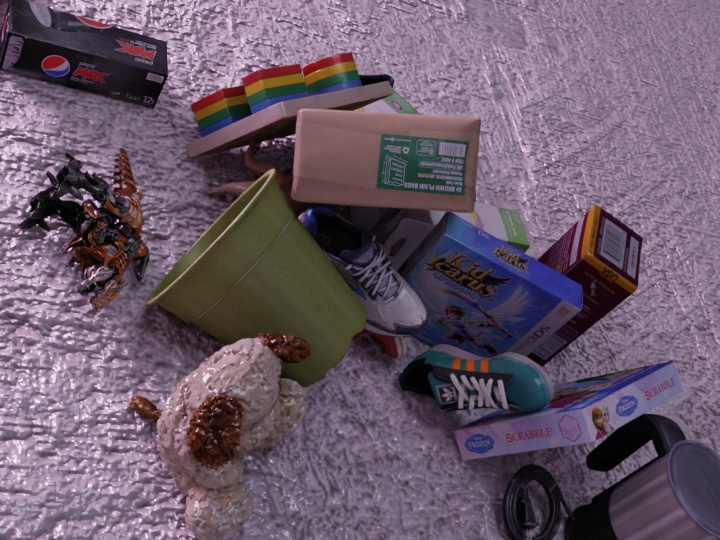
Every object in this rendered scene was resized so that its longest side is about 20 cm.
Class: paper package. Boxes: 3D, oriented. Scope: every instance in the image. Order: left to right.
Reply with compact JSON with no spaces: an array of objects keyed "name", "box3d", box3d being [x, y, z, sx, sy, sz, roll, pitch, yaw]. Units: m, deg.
[{"name":"paper package","box3d":[0.027,-0.123,1.042,0.198,0.104,0.191,4,6,1]}]

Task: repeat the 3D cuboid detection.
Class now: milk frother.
[{"name":"milk frother","box3d":[0.296,0.271,1.057,0.199,0.188,0.181,-6,58,-38]}]

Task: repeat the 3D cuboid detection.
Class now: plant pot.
[{"name":"plant pot","box3d":[-0.098,0.027,1.013,0.190,0.200,0.200,45,41,-13]}]

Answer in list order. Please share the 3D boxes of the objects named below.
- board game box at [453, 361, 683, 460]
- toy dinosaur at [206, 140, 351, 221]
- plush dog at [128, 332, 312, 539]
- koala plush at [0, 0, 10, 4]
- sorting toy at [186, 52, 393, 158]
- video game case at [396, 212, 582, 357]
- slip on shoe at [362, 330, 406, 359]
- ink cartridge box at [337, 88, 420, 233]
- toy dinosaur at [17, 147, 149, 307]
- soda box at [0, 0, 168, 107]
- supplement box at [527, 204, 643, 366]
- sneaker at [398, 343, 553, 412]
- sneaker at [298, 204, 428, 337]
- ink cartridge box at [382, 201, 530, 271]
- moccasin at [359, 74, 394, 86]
[{"name":"board game box","box3d":[0.248,0.168,1.102,0.199,0.199,0.041,-14,85,-42]},{"name":"toy dinosaur","box3d":[-0.087,-0.089,1.176,0.199,0.086,0.136,-2,63,-29]},{"name":"plush dog","box3d":[-0.131,0.131,0.888,0.160,0.172,0.200,35,43,-4]},{"name":"koala plush","box3d":[-0.468,-0.413,1.115,0.177,0.199,0.185,-37,119,-45]},{"name":"sorting toy","box3d":[-0.098,-0.217,1.178,0.198,0.199,0.070,-22,96,-44]},{"name":"video game case","box3d":[0.143,0.039,1.150,0.199,0.181,0.046,28,44,-12]},{"name":"slip on shoe","box3d":[-0.020,0.038,1.132,0.061,0.074,0.200,-43,89,-17]},{"name":"ink cartridge box","box3d":[0.026,-0.158,1.305,0.145,0.088,0.200,43,41,5]},{"name":"toy dinosaur","box3d":[-0.290,-0.054,1.017,0.135,0.102,0.200,32,23,-30]},{"name":"soda box","box3d":[-0.347,-0.273,1.160,0.199,0.063,0.071,11,50,-28]},{"name":"supplement box","box3d":[0.281,0.024,1.245,0.085,0.200,0.111,33,43,-7]},{"name":"sneaker","box3d":[0.130,0.137,1.077,0.080,0.199,0.072,-26,110,-37]},{"name":"sneaker","box3d":[0.000,0.000,1.066,0.200,0.085,0.077,40,67,3]},{"name":"ink cartridge box","box3d":[0.111,-0.040,1.242,0.199,0.117,0.068,11,48,-27]},{"name":"moccasin","box3d":[-0.036,-0.277,1.375,0.199,0.068,0.081,-14,64,-41]}]
